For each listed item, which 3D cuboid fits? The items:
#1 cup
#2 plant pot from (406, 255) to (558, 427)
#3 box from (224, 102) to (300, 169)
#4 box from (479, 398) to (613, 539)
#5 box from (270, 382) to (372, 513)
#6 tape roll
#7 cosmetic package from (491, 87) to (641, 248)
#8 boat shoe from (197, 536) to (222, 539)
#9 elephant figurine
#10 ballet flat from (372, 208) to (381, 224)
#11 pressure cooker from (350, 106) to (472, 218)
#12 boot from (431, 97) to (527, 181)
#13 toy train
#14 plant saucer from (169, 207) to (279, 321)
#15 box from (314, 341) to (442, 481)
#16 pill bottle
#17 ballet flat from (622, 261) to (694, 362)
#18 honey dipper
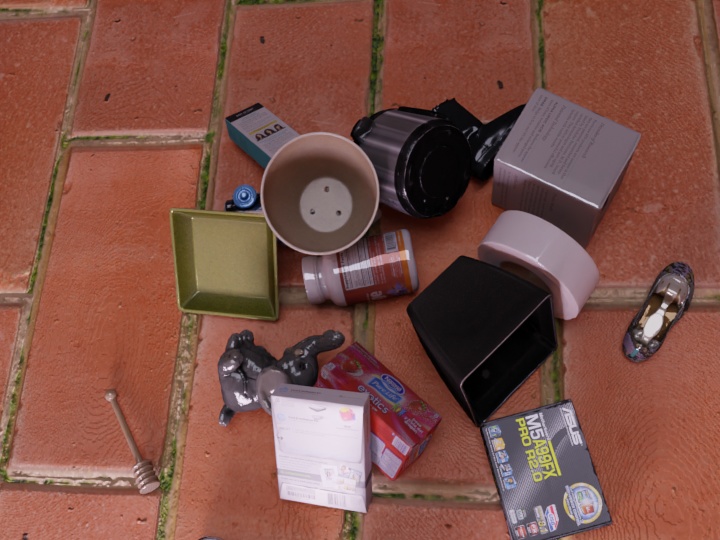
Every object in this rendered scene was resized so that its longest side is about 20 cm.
[{"bbox_3d":[-0.064,-0.123,1.363,0.196,0.143,0.205,0,87,3],"label":"cup"},{"bbox_3d":[0.190,0.099,1.301,0.199,0.201,0.177,-42,56,-9],"label":"plant pot"},{"bbox_3d":[-0.174,-0.247,1.508,0.082,0.050,0.200,-29,48,-22],"label":"box"},{"bbox_3d":[0.294,0.326,1.268,0.157,0.044,0.203,-15,68,3],"label":"box"},{"bbox_3d":[-0.060,0.284,1.261,0.153,0.204,0.041,4,26,15],"label":"box"},{"bbox_3d":[0.294,-0.007,1.313,0.201,0.203,0.071,34,76,18],"label":"tape roll"},{"bbox_3d":[0.354,-0.177,1.387,0.198,0.165,0.166,29,75,16],"label":"cosmetic package"},{"bbox_3d":[-0.184,0.477,1.263,0.197,0.068,0.073,20,73,14],"label":"boat shoe"},{"bbox_3d":[-0.134,0.182,1.332,0.196,0.157,0.142,11,42,15],"label":"elephant figurine"},{"bbox_3d":[-0.020,-0.167,1.497,0.069,0.070,0.202,-27,72,-3],"label":"ballet flat"},{"bbox_3d":[0.077,-0.197,1.404,0.177,0.179,0.199,-22,29,-29],"label":"pressure cooker"},{"bbox_3d":[0.222,-0.274,1.498,0.162,0.074,0.198,39,77,25],"label":"boot"},{"bbox_3d":[-0.159,-0.100,1.477,0.196,0.087,0.117,-4,77,4],"label":"toy train"},{"bbox_3d":[-0.238,-0.018,1.427,0.196,0.048,0.203,5,113,10],"label":"plant saucer"},{"bbox_3d":[0.022,0.229,1.297,0.199,0.101,0.095,39,43,20],"label":"box"},{"bbox_3d":[0.000,0.000,1.398,0.196,0.112,0.114,-11,68,4],"label":"pill bottle"},{"bbox_3d":[0.510,0.063,1.326,0.071,0.072,0.202,31,76,18],"label":"ballet flat"},{"bbox_3d":[-0.406,0.293,1.383,0.038,0.038,0.202,-30,67,-5],"label":"honey dipper"}]
